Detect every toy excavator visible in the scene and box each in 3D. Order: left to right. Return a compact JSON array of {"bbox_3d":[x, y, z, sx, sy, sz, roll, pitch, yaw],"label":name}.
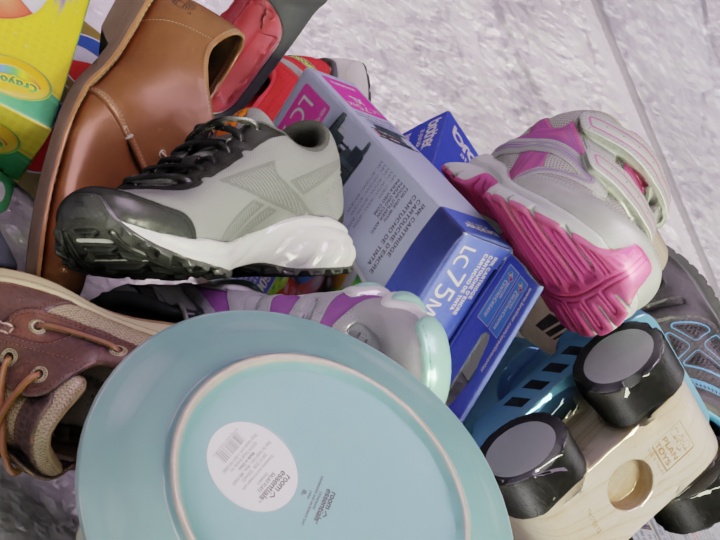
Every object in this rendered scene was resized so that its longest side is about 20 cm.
[{"bbox_3d":[0.105,0.050,1.472,0.200,0.194,0.100,31,-21,55],"label":"toy excavator"}]

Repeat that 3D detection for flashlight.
[{"bbox_3d":[-0.061,-0.124,1.535,0.068,0.200,0.068,33,28,-12],"label":"flashlight"}]

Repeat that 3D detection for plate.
[{"bbox_3d":[-0.020,0.098,1.231,0.199,0.026,0.201,15,53,-21],"label":"plate"}]

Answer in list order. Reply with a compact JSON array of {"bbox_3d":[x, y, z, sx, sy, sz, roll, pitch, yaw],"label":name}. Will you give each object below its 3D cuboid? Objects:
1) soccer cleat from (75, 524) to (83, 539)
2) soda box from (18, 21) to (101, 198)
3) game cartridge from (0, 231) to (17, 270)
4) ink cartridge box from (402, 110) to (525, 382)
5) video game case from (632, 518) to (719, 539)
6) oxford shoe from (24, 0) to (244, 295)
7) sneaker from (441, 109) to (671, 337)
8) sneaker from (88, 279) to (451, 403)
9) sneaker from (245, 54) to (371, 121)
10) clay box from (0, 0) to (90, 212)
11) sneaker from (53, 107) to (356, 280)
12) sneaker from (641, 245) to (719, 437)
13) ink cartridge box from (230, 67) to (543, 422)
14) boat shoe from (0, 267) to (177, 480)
[{"bbox_3d":[-0.057,0.111,1.352,0.199,0.070,0.077,-3,20,-44],"label":"soccer cleat"},{"bbox_3d":[-0.175,-0.101,1.509,0.200,0.064,0.068,39,29,-1],"label":"soda box"},{"bbox_3d":[-0.254,-0.037,1.349,0.199,0.041,0.133,9,43,-45],"label":"game cartridge"},{"bbox_3d":[0.076,0.023,1.577,0.200,0.044,0.094,55,23,-18],"label":"ink cartridge box"},{"bbox_3d":[0.151,0.194,1.490,0.181,0.045,0.200,18,34,-34],"label":"video game case"},{"bbox_3d":[-0.106,-0.056,1.413,0.071,0.071,0.201,18,54,5],"label":"oxford shoe"},{"bbox_3d":[0.106,-0.035,1.441,0.082,0.088,0.200,58,-4,-21],"label":"sneaker"},{"bbox_3d":[-0.065,0.044,1.353,0.139,0.199,0.078,-2,92,-41],"label":"sneaker"},{"bbox_3d":[-0.040,-0.048,1.613,0.084,0.077,0.200,10,34,-11],"label":"sneaker"},{"bbox_3d":[-0.190,-0.126,1.429,0.115,0.048,0.201,25,43,-16],"label":"clay box"},{"bbox_3d":[-0.073,-0.034,1.369,0.074,0.080,0.200,1,3,30],"label":"sneaker"},{"bbox_3d":[0.174,0.053,1.700,0.200,0.073,0.082,49,30,19],"label":"sneaker"},{"bbox_3d":[0.000,0.000,1.466,0.042,0.120,0.200,18,20,-42],"label":"ink cartridge box"},{"bbox_3d":[-0.131,0.051,1.275,0.199,0.072,0.072,14,22,-4],"label":"boat shoe"}]
